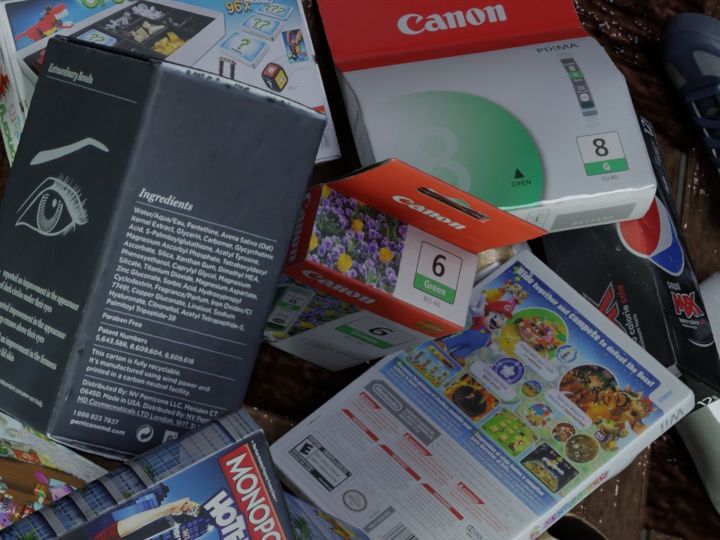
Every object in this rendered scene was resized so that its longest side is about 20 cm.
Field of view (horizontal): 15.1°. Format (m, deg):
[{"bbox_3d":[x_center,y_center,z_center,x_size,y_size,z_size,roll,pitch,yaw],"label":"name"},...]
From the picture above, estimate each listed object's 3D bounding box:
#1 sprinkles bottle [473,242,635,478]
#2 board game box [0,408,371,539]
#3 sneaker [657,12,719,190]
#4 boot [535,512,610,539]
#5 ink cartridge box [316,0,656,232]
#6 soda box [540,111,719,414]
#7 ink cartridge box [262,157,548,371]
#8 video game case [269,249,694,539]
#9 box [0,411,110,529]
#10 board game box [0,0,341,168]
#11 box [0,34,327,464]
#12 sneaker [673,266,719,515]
[{"bbox_3d":[0.093,0.038,1.626,0.068,0.068,0.200,-34,99,-34],"label":"sprinkles bottle"},{"bbox_3d":[-0.082,0.158,1.370,0.200,0.062,0.200,-28,131,-15],"label":"board game box"},{"bbox_3d":[0.253,-0.075,1.755,0.200,0.070,0.082,48,56,-14],"label":"sneaker"},{"bbox_3d":[0.144,0.220,1.608,0.200,0.075,0.074,49,36,-24],"label":"boot"},{"bbox_3d":[0.070,-0.113,1.590,0.161,0.050,0.200,-9,68,-13],"label":"ink cartridge box"},{"bbox_3d":[0.155,-0.006,1.625,0.063,0.071,0.200,28,41,-47],"label":"soda box"},{"bbox_3d":[0.000,0.000,1.491,0.109,0.200,0.050,24,67,-27],"label":"ink cartridge box"},{"bbox_3d":[0.066,0.089,1.521,0.200,0.018,0.143,-37,58,-17],"label":"video game case"},{"bbox_3d":[-0.226,0.132,1.412,0.200,0.039,0.137,32,64,-24],"label":"box"},{"bbox_3d":[-0.113,-0.104,1.539,0.200,0.035,0.126,-14,89,-35],"label":"board game box"},{"bbox_3d":[-0.118,-0.011,1.414,0.104,0.148,0.200,16,93,-30],"label":"box"},{"bbox_3d":[0.263,0.091,1.725,0.116,0.074,0.200,-35,98,-31],"label":"sneaker"}]
